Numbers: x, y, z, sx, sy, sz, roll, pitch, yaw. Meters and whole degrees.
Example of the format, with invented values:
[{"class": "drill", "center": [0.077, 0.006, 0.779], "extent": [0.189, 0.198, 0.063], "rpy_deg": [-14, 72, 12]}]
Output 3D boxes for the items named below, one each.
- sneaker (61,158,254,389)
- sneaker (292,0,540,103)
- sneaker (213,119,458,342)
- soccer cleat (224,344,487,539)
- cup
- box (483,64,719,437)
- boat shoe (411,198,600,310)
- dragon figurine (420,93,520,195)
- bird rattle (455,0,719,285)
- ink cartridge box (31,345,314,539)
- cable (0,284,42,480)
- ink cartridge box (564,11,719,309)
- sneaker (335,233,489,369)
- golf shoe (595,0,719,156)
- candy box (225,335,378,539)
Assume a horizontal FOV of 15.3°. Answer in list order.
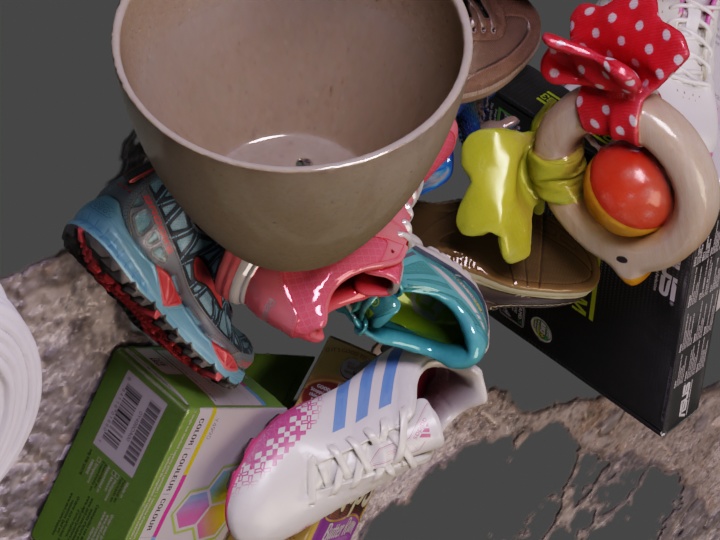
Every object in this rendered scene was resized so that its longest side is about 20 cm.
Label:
[{"class": "sneaker", "center": [-0.098, 0.000, 1.637], "extent": [0.096, 0.079, 0.200], "rpy_deg": [-50, 148, -9]}, {"class": "sneaker", "center": [0.042, -0.145, 1.656], "extent": [0.199, 0.071, 0.076], "rpy_deg": [-19, 157, -34]}, {"class": "sneaker", "center": [0.003, -0.023, 1.627], "extent": [0.200, 0.087, 0.074], "rpy_deg": [-40, 160, -30]}, {"class": "soccer cleat", "center": [-0.001, 0.109, 1.711], "extent": [0.200, 0.086, 0.070], "rpy_deg": [-40, 125, -32]}, {"class": "cup", "center": [-0.040, -0.084, 1.526], "extent": [0.200, 0.200, 0.144], "rpy_deg": [-34, 149, -27]}, {"class": "box", "center": [0.161, -0.013, 1.849], "extent": [0.047, 0.193, 0.201], "rpy_deg": [-29, 142, -32]}, {"class": "boat shoe", "center": [0.060, -0.006, 1.796], "extent": [0.199, 0.074, 0.065], "rpy_deg": [10, 142, -14]}, {"class": "dragon figurine", "center": [0.030, -0.087, 1.736], "extent": [0.200, 0.059, 0.100], "rpy_deg": [-32, 143, -32]}, {"class": "bird rattle", "center": [0.162, -0.078, 1.708], "extent": [0.200, 0.163, 0.113], "rpy_deg": [-46, 179, 40]}, {"class": "ink cartridge box", "center": [-0.100, 0.130, 1.764], "extent": [0.199, 0.076, 0.148], "rpy_deg": [3, 118, -52]}, {"class": "cable", "center": [-0.267, 0.081, 1.504], "extent": [0.200, 0.069, 0.201], "rpy_deg": [-38, 145, -23]}, {"class": "ink cartridge box", "center": [0.249, -0.100, 1.922], "extent": [0.200, 0.147, 0.145], "rpy_deg": [-46, 148, -11]}, {"class": "sneaker", "center": [0.000, 0.000, 1.697], "extent": [0.199, 0.080, 0.078], "rpy_deg": [26, 112, -18]}, {"class": "golf shoe", "center": [0.205, -0.151, 1.785], "extent": [0.075, 0.201, 0.092], "rpy_deg": [15, 128, -21]}, {"class": "candy box", "center": [-0.035, 0.157, 1.822], "extent": [0.117, 0.056, 0.201], "rpy_deg": [69, 45, -70]}]
